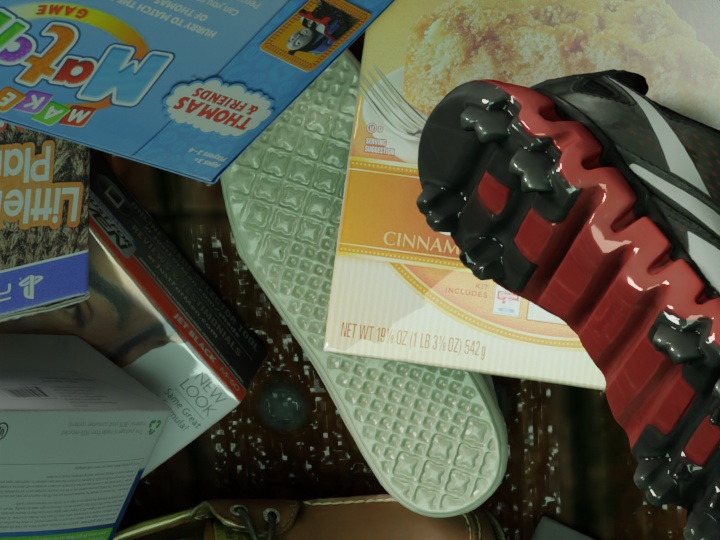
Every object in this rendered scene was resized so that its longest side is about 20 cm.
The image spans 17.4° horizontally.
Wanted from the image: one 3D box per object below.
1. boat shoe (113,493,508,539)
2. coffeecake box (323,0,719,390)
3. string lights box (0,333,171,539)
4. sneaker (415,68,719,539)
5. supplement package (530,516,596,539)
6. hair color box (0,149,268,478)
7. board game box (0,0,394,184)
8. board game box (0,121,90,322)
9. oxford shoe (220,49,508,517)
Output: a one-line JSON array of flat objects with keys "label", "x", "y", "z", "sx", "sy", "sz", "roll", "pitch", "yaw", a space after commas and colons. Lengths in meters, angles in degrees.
[{"label": "boat shoe", "x": -0.043, "y": 0.125, "z": 0.914, "sx": 0.199, "sy": 0.072, "sz": 0.068, "roll": -17, "pitch": 143, "yaw": 9}, {"label": "coffeecake box", "x": 0.078, "y": -0.061, "z": 0.836, "sx": 0.153, "sy": 0.073, "sz": 0.201, "roll": 8, "pitch": 91, "yaw": 5}, {"label": "string lights box", "x": -0.157, "y": 0.123, "z": 0.860, "sx": 0.059, "sy": 0.103, "sz": 0.200, "roll": 35, "pitch": 106, "yaw": 32}, {"label": "sneaker", "x": 0.109, "y": 0.011, "z": 0.745, "sx": 0.201, "sy": 0.098, "sz": 0.071, "roll": 52, "pitch": 140, "yaw": 18}, {"label": "supplement package", "x": 0.075, "y": 0.222, "z": 0.938, "sx": 0.109, "sy": 0.114, "sz": 0.200, "roll": 25, "pitch": 111, "yaw": 0}, {"label": "hair color box", "x": -0.150, "y": 0.058, "z": 0.941, "sx": 0.200, "sy": 0.064, "sz": 0.111, "roll": -38, "pitch": 99, "yaw": 16}, {"label": "board game box", "x": -0.040, "y": -0.116, "z": 0.747, "sx": 0.200, "sy": 0.151, "sz": 0.037, "roll": -44, "pitch": 56, "yaw": 24}, {"label": "board game box", "x": -0.182, "y": -0.092, "z": 0.836, "sx": 0.159, "sy": 0.097, "sz": 0.201, "roll": 15, "pitch": 110, "yaw": 37}, {"label": "oxford shoe", "x": 0.000, "y": 0.000, "z": 0.906, "sx": 0.075, "sy": 0.058, "sz": 0.200, "roll": -24, "pitch": 91, "yaw": 7}]
